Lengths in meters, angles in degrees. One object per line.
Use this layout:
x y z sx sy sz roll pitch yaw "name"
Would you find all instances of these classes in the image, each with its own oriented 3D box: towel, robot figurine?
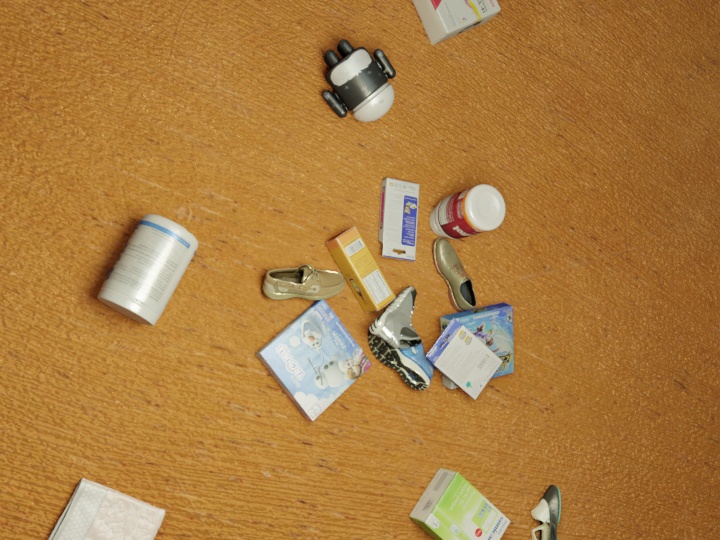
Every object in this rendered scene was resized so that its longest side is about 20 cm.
-0.515 0.539 1.424 0.191 0.032 0.201 31 73 -19 "towel"
-0.005 -0.456 1.736 0.200 0.150 0.125 52 37 -10 "robot figurine"

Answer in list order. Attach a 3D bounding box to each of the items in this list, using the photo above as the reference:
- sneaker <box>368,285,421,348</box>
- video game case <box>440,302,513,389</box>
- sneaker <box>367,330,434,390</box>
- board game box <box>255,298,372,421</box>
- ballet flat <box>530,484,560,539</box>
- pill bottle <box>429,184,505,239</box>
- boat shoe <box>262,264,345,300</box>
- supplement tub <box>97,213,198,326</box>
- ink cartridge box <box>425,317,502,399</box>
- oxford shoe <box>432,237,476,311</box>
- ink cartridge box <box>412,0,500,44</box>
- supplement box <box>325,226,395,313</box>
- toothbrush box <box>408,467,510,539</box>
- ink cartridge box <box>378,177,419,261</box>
0.107 0.124 1.705 0.115 0.075 0.200 42 42 5 "sneaker"
0.297 0.189 1.811 0.199 0.045 0.182 -10 106 -26 "video game case"
0.100 0.196 1.738 0.200 0.078 0.089 46 45 -6 "sneaker"
-0.104 0.204 1.650 0.199 0.043 0.200 -41 100 -23 "board game box"
0.478 0.657 1.855 0.068 0.068 0.201 5 81 -16 "ballet flat"
0.257 -0.139 1.774 0.112 0.200 0.114 3 82 -25 "pill bottle"
-0.122 0.024 1.638 0.199 0.065 0.071 -6 48 -24 "boat shoe"
-0.433 -0.002 1.474 0.132 0.132 0.201 32 71 -18 "supplement tub"
0.245 0.211 1.741 0.200 0.042 0.120 41 82 -29 "ink cartridge box"
0.247 0.006 1.820 0.070 0.075 0.201 -27 95 -25 "oxford shoe"
0.252 -0.710 1.907 0.200 0.086 0.148 -30 96 -24 "ink cartridge box"
0.000 0.000 1.712 0.069 0.066 0.201 -32 98 -28 "supplement box"
0.241 0.601 1.739 0.200 0.086 0.146 46 68 -15 "toothbrush box"
0.095 -0.125 1.788 0.094 0.037 0.201 8 78 -25 "ink cartridge box"
